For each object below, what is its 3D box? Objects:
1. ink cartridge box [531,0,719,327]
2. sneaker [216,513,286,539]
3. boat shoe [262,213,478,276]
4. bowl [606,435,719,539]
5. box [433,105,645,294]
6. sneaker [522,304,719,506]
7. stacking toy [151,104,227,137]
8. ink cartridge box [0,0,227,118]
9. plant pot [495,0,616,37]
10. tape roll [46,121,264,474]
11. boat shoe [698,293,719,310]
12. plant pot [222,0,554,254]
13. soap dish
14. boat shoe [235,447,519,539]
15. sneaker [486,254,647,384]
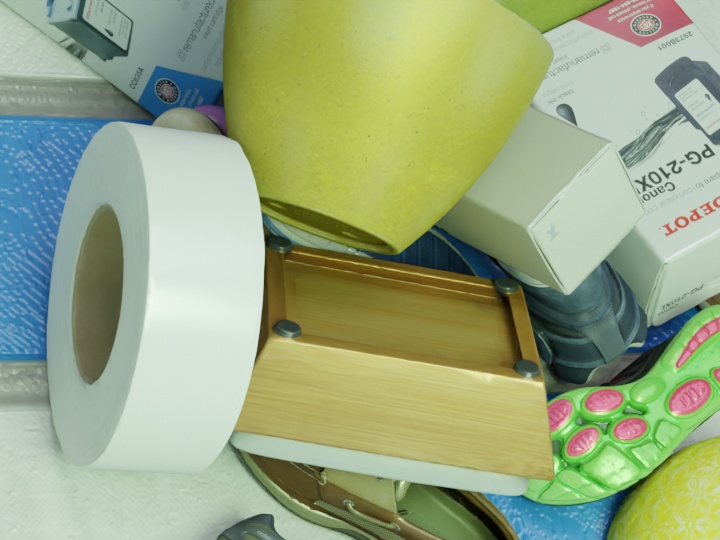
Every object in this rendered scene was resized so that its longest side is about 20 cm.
[{"bbox_3d":[0.201,-0.082,1.665,0.144,0.085,0.200,-26,63,-21],"label":"ink cartridge box"},{"bbox_3d":[-0.011,0.213,1.411,0.200,0.074,0.081,40,47,1],"label":"sneaker"},{"bbox_3d":[0.000,0.000,1.551,0.200,0.072,0.073,34,41,-27],"label":"boat shoe"},{"bbox_3d":[0.260,0.182,1.512,0.199,0.108,0.201,5,63,-9],"label":"bowl"},{"bbox_3d":[0.078,-0.064,1.519,0.082,0.069,0.200,-44,42,-13],"label":"box"},{"bbox_3d":[0.180,0.099,1.580,0.199,0.084,0.077,-28,74,-18],"label":"sneaker"},{"bbox_3d":[-0.041,-0.079,1.589,0.199,0.085,0.086,-14,66,-38],"label":"stacking toy"},{"bbox_3d":[-0.147,-0.202,1.571,0.199,0.147,0.086,35,52,0],"label":"ink cartridge box"},{"bbox_3d":[0.120,-0.234,1.722,0.187,0.187,0.200,42,66,5],"label":"plant pot"},{"bbox_3d":[-0.122,0.018,1.403,0.070,0.203,0.204,6,57,-23],"label":"tape roll"},{"bbox_3d":[0.321,0.018,1.701,0.199,0.072,0.076,21,52,-12],"label":"boat shoe"},{"bbox_3d":[-0.002,-0.093,1.426,0.199,0.200,0.143,21,83,-12],"label":"plant pot"},{"bbox_3d":[0.016,0.054,1.450,0.199,0.082,0.158,10,26,-7],"label":"soap dish"},{"bbox_3d":[0.016,0.128,1.477,0.199,0.074,0.076,34,50,-2],"label":"boat shoe"},{"bbox_3d":[0.116,-0.011,1.613,0.077,0.146,0.203,-35,39,2],"label":"sneaker"}]
